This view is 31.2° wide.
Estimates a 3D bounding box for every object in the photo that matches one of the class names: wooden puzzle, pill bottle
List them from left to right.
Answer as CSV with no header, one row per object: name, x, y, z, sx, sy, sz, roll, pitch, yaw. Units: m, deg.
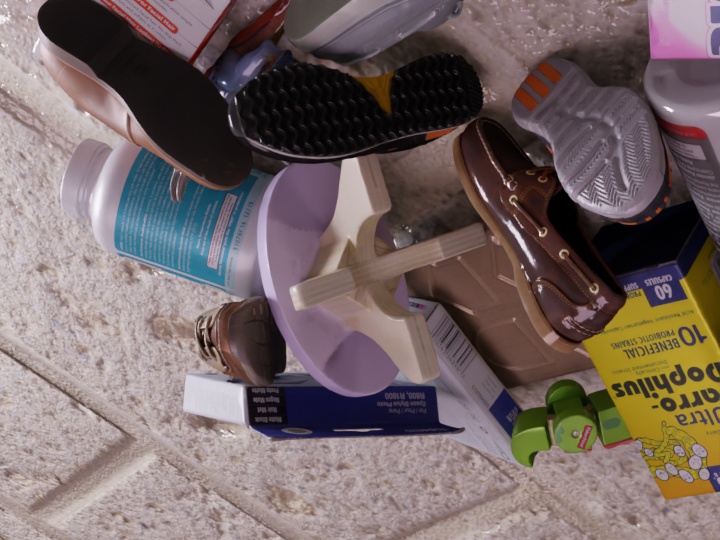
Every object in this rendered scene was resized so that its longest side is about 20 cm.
pill bottle,-0.160,-0.053,1.138,0.197,0.112,0.111,19,143,6
wooden puzzle,0.139,0.022,1.128,0.199,0.047,0.185,-15,128,45
pill bottle,0.278,-0.073,0.879,0.113,0.115,0.201,-8,133,34

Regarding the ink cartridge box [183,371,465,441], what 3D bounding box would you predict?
ink cartridge box,-0.036,0.118,1.169,0.197,0.041,0.199,2,-179,-30

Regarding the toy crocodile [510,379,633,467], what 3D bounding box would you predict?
toy crocodile,0.227,0.128,1.144,0.197,0.068,0.062,-15,114,6

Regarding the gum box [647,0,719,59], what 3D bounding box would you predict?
gum box,0.223,-0.216,0.738,0.112,0.066,0.202,4,124,24

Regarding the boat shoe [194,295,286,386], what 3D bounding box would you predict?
boat shoe,-0.108,0.063,1.107,0.071,0.077,0.200,0,172,3

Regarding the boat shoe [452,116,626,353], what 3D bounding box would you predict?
boat shoe,0.136,-0.040,0.963,0.070,0.202,0.070,-1,145,-43

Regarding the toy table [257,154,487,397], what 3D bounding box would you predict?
toy table,0.000,0.000,1.045,0.117,0.183,0.202,-17,103,59

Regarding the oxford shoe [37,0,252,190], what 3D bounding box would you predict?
oxford shoe,-0.162,-0.124,0.976,0.199,0.071,0.072,41,147,9

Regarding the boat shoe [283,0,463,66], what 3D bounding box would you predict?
boat shoe,0.035,-0.202,0.905,0.199,0.071,0.071,-23,147,38

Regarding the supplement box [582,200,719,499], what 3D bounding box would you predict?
supplement box,0.258,0.062,1.011,0.108,0.110,0.202,-17,110,40

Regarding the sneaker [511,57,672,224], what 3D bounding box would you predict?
sneaker,0.184,-0.074,0.896,0.078,0.201,0.112,-44,120,15

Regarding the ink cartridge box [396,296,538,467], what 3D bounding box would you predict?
ink cartridge box,0.057,0.093,1.235,0.199,0.043,0.197,14,150,55

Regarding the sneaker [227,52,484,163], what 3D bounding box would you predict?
sneaker,-0.009,-0.109,0.958,0.197,0.071,0.090,-11,170,-23

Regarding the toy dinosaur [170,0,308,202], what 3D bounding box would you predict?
toy dinosaur,-0.093,-0.151,1.046,0.104,0.203,0.180,3,-174,-42

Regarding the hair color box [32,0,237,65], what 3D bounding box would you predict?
hair color box,-0.166,-0.204,0.995,0.111,0.064,0.200,40,142,-9
